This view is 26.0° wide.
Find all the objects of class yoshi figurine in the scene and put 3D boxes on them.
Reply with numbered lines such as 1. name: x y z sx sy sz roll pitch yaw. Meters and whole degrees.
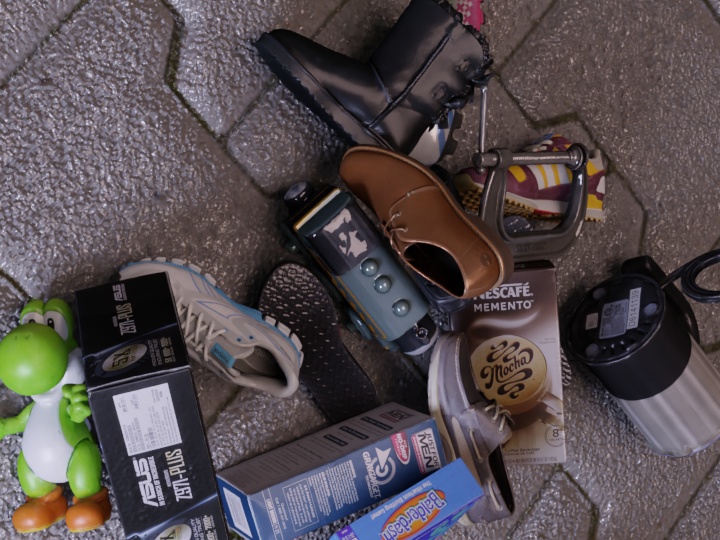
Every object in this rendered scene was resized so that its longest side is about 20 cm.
1. yoshi figurine: -0.274 0.126 1.341 0.112 0.112 0.201 -8 94 -25

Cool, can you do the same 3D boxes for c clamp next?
1. c clamp: 0.174 -0.088 1.554 0.200 0.027 0.172 2 100 -48

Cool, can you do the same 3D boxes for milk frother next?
1. milk frother: 0.358 0.080 1.671 0.188 0.200 0.181 46 60 -37

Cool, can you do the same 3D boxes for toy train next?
1. toy train: 0.000 0.000 1.494 0.085 0.114 0.200 -40 112 -7

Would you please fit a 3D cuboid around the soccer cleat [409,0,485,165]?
1. soccer cleat: 0.068 -0.207 1.560 0.086 0.070 0.201 14 82 -22

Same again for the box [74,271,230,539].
1. box: -0.177 0.130 1.327 0.086 0.164 0.201 -13 121 -7

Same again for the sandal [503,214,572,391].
1. sandal: 0.169 0.039 1.652 0.076 0.043 0.201 -14 102 -2

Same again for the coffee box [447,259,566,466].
1. coffee box: 0.147 0.093 1.590 0.113 0.080 0.201 -4 97 3

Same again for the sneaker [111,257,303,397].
1. sneaker: -0.134 0.055 1.414 0.200 0.087 0.075 27 103 -16

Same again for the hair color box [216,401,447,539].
1. hair color box: -0.028 0.193 1.486 0.199 0.100 0.061 -21 103 -21

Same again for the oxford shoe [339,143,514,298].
1. oxford shoe: 0.046 -0.047 1.424 0.071 0.200 0.071 -29 148 -39

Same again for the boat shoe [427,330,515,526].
1. boat shoe: 0.115 0.152 1.520 0.074 0.073 0.201 -46 130 -64

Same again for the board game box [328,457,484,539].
1. board game box: 0.018 0.263 1.482 0.152 0.200 0.045 -27 74 -28

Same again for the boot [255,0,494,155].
1. boot: 0.020 -0.204 1.491 0.198 0.073 0.163 42 85 -10

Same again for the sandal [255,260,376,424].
1. sandal: -0.047 0.070 1.518 0.075 0.045 0.200 -29 124 -2

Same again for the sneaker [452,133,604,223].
1. sneaker: 0.176 -0.103 1.638 0.200 0.075 0.090 9 82 -39

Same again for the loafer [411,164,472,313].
1. loafer: 0.084 -0.024 1.524 0.068 0.201 0.071 -20 128 9
